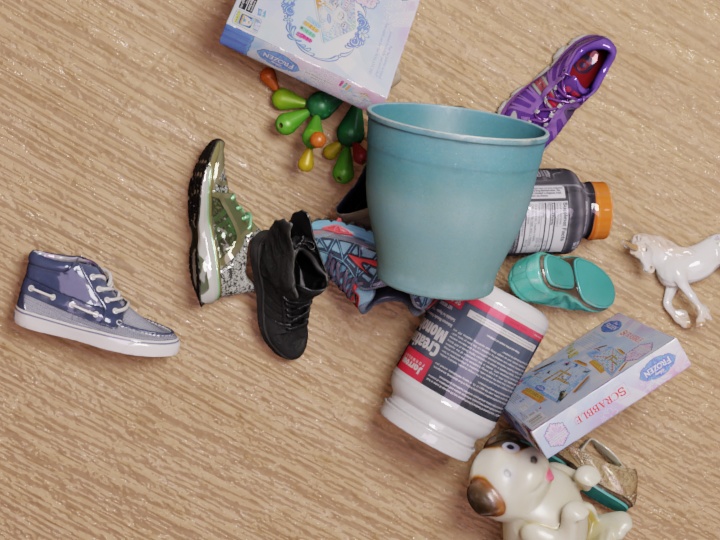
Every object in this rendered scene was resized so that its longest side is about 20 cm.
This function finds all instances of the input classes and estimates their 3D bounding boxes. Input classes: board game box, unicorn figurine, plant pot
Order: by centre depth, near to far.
[{"bbox_3d":[0.093,-0.074,1.452,0.199,0.200,0.189,6,105,-8],"label":"plant pot"},{"bbox_3d":[-0.039,-0.304,1.528,0.198,0.043,0.201,24,59,-8],"label":"board game box"},{"bbox_3d":[0.270,0.133,1.583,0.199,0.200,0.041,-32,100,-3],"label":"board game box"},{"bbox_3d":[0.417,0.000,1.661,0.199,0.074,0.138,-21,89,-19],"label":"unicorn figurine"}]

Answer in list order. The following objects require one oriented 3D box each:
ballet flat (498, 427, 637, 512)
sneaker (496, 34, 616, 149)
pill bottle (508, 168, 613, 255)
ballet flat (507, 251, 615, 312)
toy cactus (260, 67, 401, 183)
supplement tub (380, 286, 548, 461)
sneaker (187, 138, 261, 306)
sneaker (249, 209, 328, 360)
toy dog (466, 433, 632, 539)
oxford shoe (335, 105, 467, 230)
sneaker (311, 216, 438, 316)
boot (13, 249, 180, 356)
[{"bbox_3d":[0.266,0.234,1.669,0.199,0.070,0.065,31,65,-12],"label":"ballet flat"},{"bbox_3d":[0.233,-0.209,1.603,0.081,0.083,0.200,38,91,-9],"label":"sneaker"},{"bbox_3d":[0.202,-0.071,1.601,0.199,0.106,0.107,-1,96,-8],"label":"pill bottle"},{"bbox_3d":[0.239,0.016,1.610,0.070,0.200,0.068,-14,74,33],"label":"ballet flat"},{"bbox_3d":[-0.028,-0.211,1.572,0.164,0.102,0.201,-27,90,-14],"label":"toy cactus"},{"bbox_3d":[0.123,0.112,1.591,0.140,0.140,0.201,29,91,-9],"label":"supplement tub"},{"bbox_3d":[-0.158,-0.058,1.580,0.088,0.077,0.201,-2,102,-19],"label":"sneaker"},{"bbox_3d":[-0.078,0.022,1.553,0.060,0.104,0.201,-25,114,-33],"label":"sneaker"},{"bbox_3d":[0.212,0.287,1.609,0.200,0.193,0.140,54,53,-25],"label":"toy dog"},{"bbox_3d":[0.052,-0.120,1.563,0.200,0.071,0.075,-50,140,14],"label":"oxford shoe"},{"bbox_3d":[0.000,0.000,1.565,0.199,0.079,0.096,12,68,12],"label":"sneaker"},{"bbox_3d":[-0.304,0.039,1.560,0.199,0.073,0.091,13,99,-8],"label":"boot"}]
